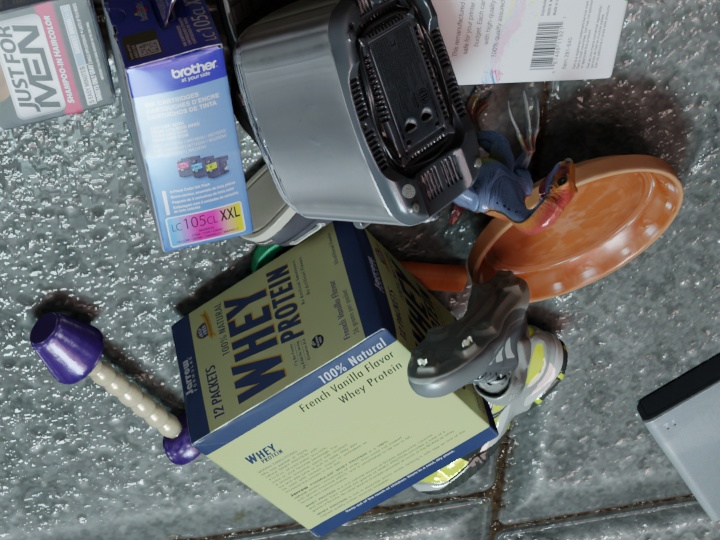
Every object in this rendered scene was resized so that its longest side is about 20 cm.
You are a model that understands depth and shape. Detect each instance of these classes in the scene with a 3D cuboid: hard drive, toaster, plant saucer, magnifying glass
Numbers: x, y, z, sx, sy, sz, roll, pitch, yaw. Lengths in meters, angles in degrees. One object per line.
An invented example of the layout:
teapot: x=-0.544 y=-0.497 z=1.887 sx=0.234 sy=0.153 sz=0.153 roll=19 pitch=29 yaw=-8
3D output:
hard drive: x=0.385 y=0.168 z=1.674 sx=0.139 sy=0.033 sz=0.200 roll=-32 pitch=131 yaw=9
toaster: x=-0.008 y=-0.125 z=1.156 sx=0.113 sy=0.128 sz=0.202 roll=-37 pitch=114 yaw=-41
plant saucer: x=0.184 y=-0.039 z=1.405 sx=0.198 sy=0.033 sz=0.201 roll=-18 pitch=152 yaw=-10
magnifying glass: x=0.000 y=0.000 z=1.426 sx=0.198 sy=0.023 sz=0.080 roll=6 pitch=127 yaw=-19

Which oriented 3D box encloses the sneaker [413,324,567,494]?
sneaker: x=0.106 y=0.125 z=1.534 sx=0.076 sy=0.076 sz=0.200 roll=33 pitch=103 yaw=-28

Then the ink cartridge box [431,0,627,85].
ink cartridge box: x=0.100 y=-0.223 z=1.227 sx=0.198 sy=0.084 sz=0.146 roll=-4 pitch=129 yaw=-14

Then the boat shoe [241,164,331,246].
boat shoe: x=-0.016 y=-0.088 z=1.325 sx=0.199 sy=0.073 sz=0.063 roll=-37 pitch=148 yaw=18

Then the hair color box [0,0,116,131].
hair color box: x=-0.288 y=-0.153 z=1.181 sx=0.198 sy=0.061 sz=0.100 roll=-14 pitch=131 yaw=-5

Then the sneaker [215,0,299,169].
sneaker: x=-0.078 y=-0.149 z=1.241 sx=0.076 sy=0.087 sz=0.201 roll=-42 pitch=117 yaw=-38

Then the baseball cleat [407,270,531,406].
baseball cleat: x=0.101 y=0.077 z=1.325 sx=0.069 sy=0.200 sz=0.108 roll=0 pitch=113 yaw=30

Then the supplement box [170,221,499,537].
supplement box: x=-0.023 y=0.095 z=1.400 sx=0.199 sy=0.135 sz=0.200 roll=-32 pitch=136 yaw=16

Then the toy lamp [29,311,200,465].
toy lamp: x=-0.211 y=0.103 z=1.419 sx=0.058 sy=0.058 sz=0.200 roll=-36 pitch=130 yaw=14

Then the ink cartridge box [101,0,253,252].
ink cartridge box: x=-0.139 y=-0.135 z=1.191 sx=0.076 sy=0.137 sz=0.201 roll=-15 pitch=132 yaw=-8

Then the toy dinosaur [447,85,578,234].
toy dinosaur: x=0.118 y=-0.072 z=1.288 sx=0.105 sy=0.182 sz=0.200 roll=-34 pitch=138 yaw=-1
